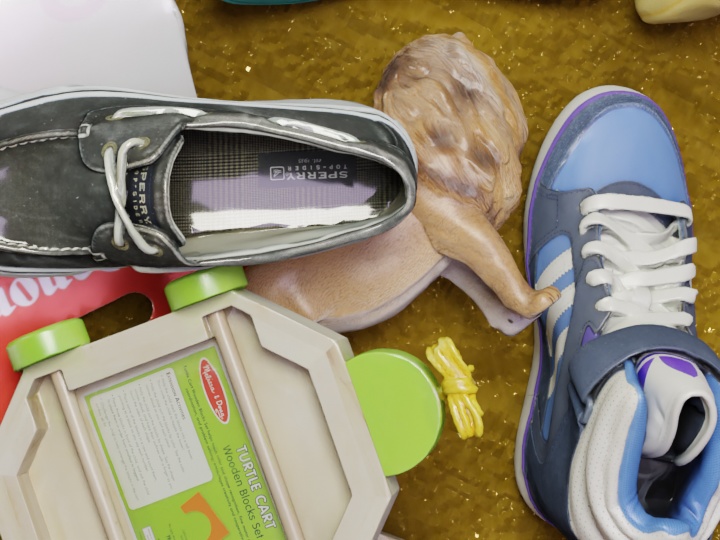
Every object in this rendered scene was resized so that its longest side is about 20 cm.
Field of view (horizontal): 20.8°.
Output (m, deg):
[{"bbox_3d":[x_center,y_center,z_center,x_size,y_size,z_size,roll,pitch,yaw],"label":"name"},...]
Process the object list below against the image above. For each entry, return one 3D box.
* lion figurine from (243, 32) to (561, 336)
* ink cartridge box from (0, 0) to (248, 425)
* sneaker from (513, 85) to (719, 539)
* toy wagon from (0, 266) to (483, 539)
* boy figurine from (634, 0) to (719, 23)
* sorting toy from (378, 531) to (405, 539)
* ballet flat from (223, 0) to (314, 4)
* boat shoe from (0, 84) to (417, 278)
[{"bbox_3d":[0.000,0.000,0.804,0.200,0.072,0.123,-39,85,-9],"label":"lion figurine"},{"bbox_3d":[-0.137,-0.046,0.775,0.162,0.057,0.201,-26,93,-18],"label":"ink cartridge box"},{"bbox_3d":[0.120,0.021,0.802,0.080,0.146,0.202,8,89,-16],"label":"sneaker"},{"bbox_3d":[-0.045,0.077,0.760,0.199,0.040,0.156,-20,89,9],"label":"toy wagon"},{"bbox_3d":[0.189,-0.187,0.862,0.200,0.064,0.125,-42,104,-14],"label":"boy figurine"},{"bbox_3d":[0.013,0.219,0.817,0.199,0.070,0.200,22,85,-15],"label":"sorting toy"},{"bbox_3d":[0.021,-0.151,0.821,0.198,0.068,0.076,-4,71,-21],"label":"ballet flat"},{"bbox_3d":[-0.074,-0.035,0.731,0.198,0.071,0.073,-8,100,-6],"label":"boat shoe"}]
